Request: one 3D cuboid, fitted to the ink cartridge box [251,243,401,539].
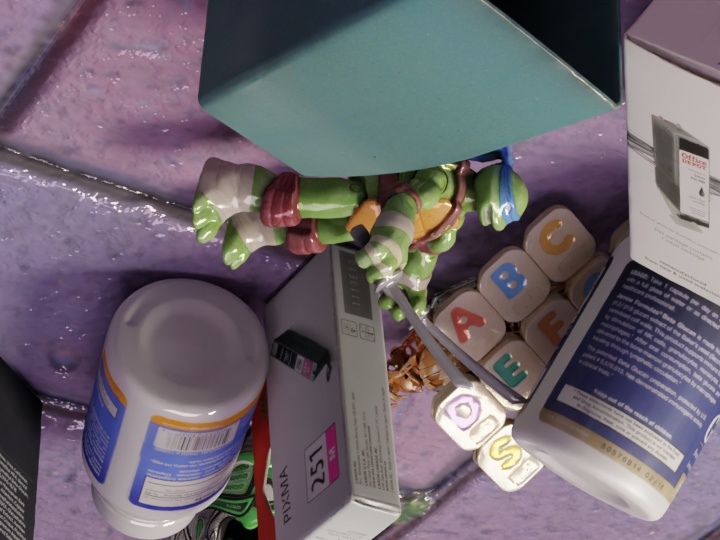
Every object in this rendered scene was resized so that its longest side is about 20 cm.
[{"bbox_3d":[-0.042,0.109,1.361,0.043,0.201,0.174,17,139,-29],"label":"ink cartridge box"}]

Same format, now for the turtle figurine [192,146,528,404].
[{"bbox_3d":[0.000,0.000,1.241,0.193,0.144,0.201,5,108,17],"label":"turtle figurine"}]

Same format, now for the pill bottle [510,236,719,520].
[{"bbox_3d":[0.190,0.047,1.292,0.111,0.200,0.111,31,172,5],"label":"pill bottle"}]

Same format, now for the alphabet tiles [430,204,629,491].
[{"bbox_3d":[0.145,0.056,1.363,0.200,0.015,0.196,-42,120,2],"label":"alphabet tiles"}]

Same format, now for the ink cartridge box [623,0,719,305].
[{"bbox_3d":[0.219,-0.096,1.136,0.083,0.147,0.200,29,153,26],"label":"ink cartridge box"}]

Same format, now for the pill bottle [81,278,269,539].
[{"bbox_3d":[-0.135,0.105,1.425,0.112,0.112,0.200,6,144,-12],"label":"pill bottle"}]

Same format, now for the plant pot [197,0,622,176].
[{"bbox_3d":[0.016,-0.137,1.083,0.200,0.142,0.141,-24,140,36],"label":"plant pot"}]

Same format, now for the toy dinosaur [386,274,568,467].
[{"bbox_3d":[0.080,0.062,1.425,0.200,0.102,0.136,-13,132,44],"label":"toy dinosaur"}]

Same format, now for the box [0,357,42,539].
[{"bbox_3d":[-0.336,0.167,1.420,0.196,0.201,0.118,-15,142,16],"label":"box"}]

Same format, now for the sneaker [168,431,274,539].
[{"bbox_3d":[-0.104,0.208,1.593,0.078,0.085,0.200,7,144,-14],"label":"sneaker"}]
